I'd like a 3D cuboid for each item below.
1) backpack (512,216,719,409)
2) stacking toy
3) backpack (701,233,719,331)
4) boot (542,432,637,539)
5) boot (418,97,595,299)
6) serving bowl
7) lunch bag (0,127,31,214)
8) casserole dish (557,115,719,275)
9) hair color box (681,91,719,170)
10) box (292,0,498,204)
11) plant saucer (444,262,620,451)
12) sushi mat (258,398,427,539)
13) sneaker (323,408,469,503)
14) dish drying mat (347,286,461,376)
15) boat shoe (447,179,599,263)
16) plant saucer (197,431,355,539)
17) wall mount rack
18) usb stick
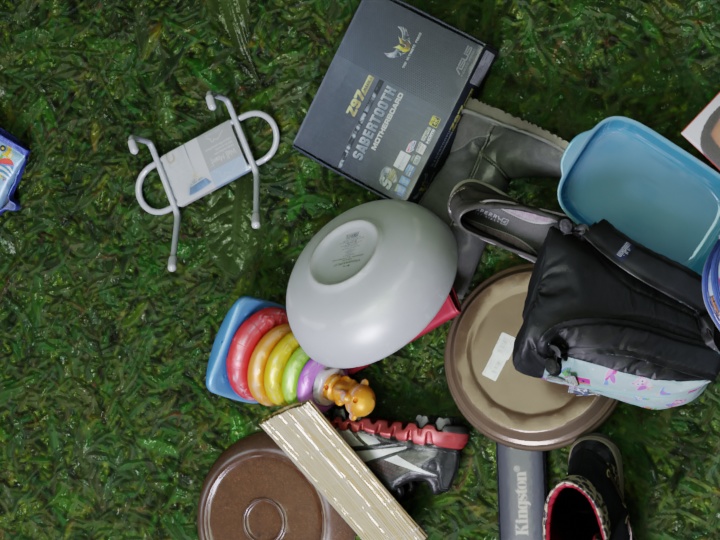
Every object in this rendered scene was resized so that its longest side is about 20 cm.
[{"bbox_3d":[0.259,0.054,1.534,0.200,0.127,0.167,16,72,-1],"label":"backpack"},{"bbox_3d":[-0.057,0.111,1.680,0.200,0.110,0.116,20,90,39],"label":"stacking toy"},{"bbox_3d":[0.407,0.012,1.456,0.200,0.191,0.154,48,133,-3],"label":"backpack"},{"bbox_3d":[0.230,0.273,1.543,0.073,0.151,0.201,-4,97,19],"label":"boot"},{"bbox_3d":[0.138,-0.064,1.654,0.182,0.073,0.200,26,91,35],"label":"boot"},{"bbox_3d":[0.000,0.000,1.618,0.200,0.066,0.200,-23,41,22],"label":"serving bowl"},{"bbox_3d":[-0.503,-0.124,1.932,0.200,0.094,0.151,31,98,9],"label":"lunch bag"},{"bbox_3d":[0.289,-0.070,1.575,0.200,0.039,0.121,33,93,-3],"label":"casserole dish"},{"bbox_3d":[0.425,-0.172,1.544,0.102,0.061,0.200,46,105,18],"label":"hair color box"},{"bbox_3d":[0.036,-0.187,1.715,0.158,0.051,0.200,31,99,23],"label":"box"},{"bbox_3d":[0.182,0.087,1.630,0.200,0.029,0.201,-4,78,17],"label":"plant saucer"},{"bbox_3d":[-0.020,0.222,1.670,0.200,0.012,0.096,50,142,-9],"label":"sushi mat"},{"bbox_3d":[0.018,0.199,1.688,0.200,0.071,0.098,4,87,22],"label":"sneaker"},{"bbox_3d":[0.024,0.051,1.689,0.200,0.018,0.077,-32,77,38],"label":"dish drying mat"},{"bbox_3d":[0.182,-0.034,1.595,0.200,0.057,0.067,19,116,-9],"label":"boat shoe"},{"bbox_3d":[-0.102,0.281,1.756,0.200,0.034,0.201,-1,87,22],"label":"plant saucer"},{"bbox_3d":[-0.181,-0.100,1.789,0.200,0.075,0.174,-26,77,20],"label":"wall mount rack"},{"bbox_3d":[0.170,0.250,1.642,0.055,0.033,0.201,-3,85,24],"label":"usb stick"}]
